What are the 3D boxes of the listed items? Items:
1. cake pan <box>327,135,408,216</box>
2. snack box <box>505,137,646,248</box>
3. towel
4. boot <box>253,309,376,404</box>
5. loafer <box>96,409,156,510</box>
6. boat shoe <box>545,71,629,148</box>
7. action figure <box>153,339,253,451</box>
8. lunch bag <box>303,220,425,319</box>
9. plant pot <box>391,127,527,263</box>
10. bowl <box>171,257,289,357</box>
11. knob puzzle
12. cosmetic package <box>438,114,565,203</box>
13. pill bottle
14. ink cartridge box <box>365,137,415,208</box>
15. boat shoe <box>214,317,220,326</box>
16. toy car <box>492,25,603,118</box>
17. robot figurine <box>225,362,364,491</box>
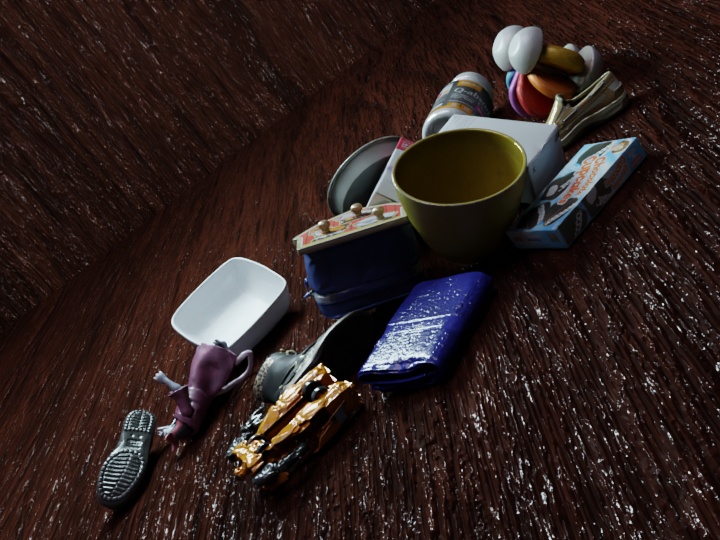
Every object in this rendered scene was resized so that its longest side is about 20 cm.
[{"bbox_3d":[0.030,-0.161,1.940,0.199,0.200,0.037,-38,58,1],"label":"cake pan"},{"bbox_3d":[0.309,-0.110,1.483,0.200,0.037,0.116,-46,20,-21],"label":"snack box"},{"bbox_3d":[0.096,0.086,1.429,0.146,0.050,0.201,-12,31,40],"label":"towel"},{"bbox_3d":[-0.075,0.138,1.589,0.201,0.073,0.150,-52,22,-20],"label":"boot"},{"bbox_3d":[-0.391,0.332,1.762,0.202,0.072,0.072,-73,-5,-50],"label":"loafer"},{"bbox_3d":[0.340,-0.257,1.704,0.198,0.077,0.072,-34,19,16],"label":"boat shoe"},{"bbox_3d":[-0.278,0.227,1.774,0.146,0.135,0.202,12,51,9],"label":"action figure"},{"bbox_3d":[0.000,0.000,1.633,0.196,0.135,0.136,-19,13,-4],"label":"lunch bag"},{"bbox_3d":[0.153,-0.096,1.537,0.196,0.144,0.202,-8,37,6],"label":"plant pot"},{"bbox_3d":[-0.236,0.083,1.941,0.198,0.075,0.200,23,61,43],"label":"bowl"},{"bbox_3d":[-0.016,-0.082,1.627,0.216,0.031,0.220,-17,12,4],"label":"knob puzzle"},{"bbox_3d":[0.213,-0.179,1.650,0.197,0.082,0.113,15,50,36],"label":"cosmetic package"},{"bbox_3d":[0.196,-0.303,2.021,0.115,0.117,0.201,-25,23,33],"label":"pill bottle"},{"bbox_3d":[0.058,-0.116,1.811,0.149,0.085,0.201,-64,-1,37],"label":"ink cartridge box"},{"bbox_3d":[-0.275,0.079,2.090,0.068,0.075,0.201,-21,26,27],"label":"boat shoe"},{"bbox_3d":[0.327,-0.349,1.866,0.200,0.172,0.153,-130,55,-71],"label":"toy car"},{"bbox_3d":[-0.094,0.222,1.428,0.200,0.059,0.144,-43,30,-14],"label":"robot figurine"}]
